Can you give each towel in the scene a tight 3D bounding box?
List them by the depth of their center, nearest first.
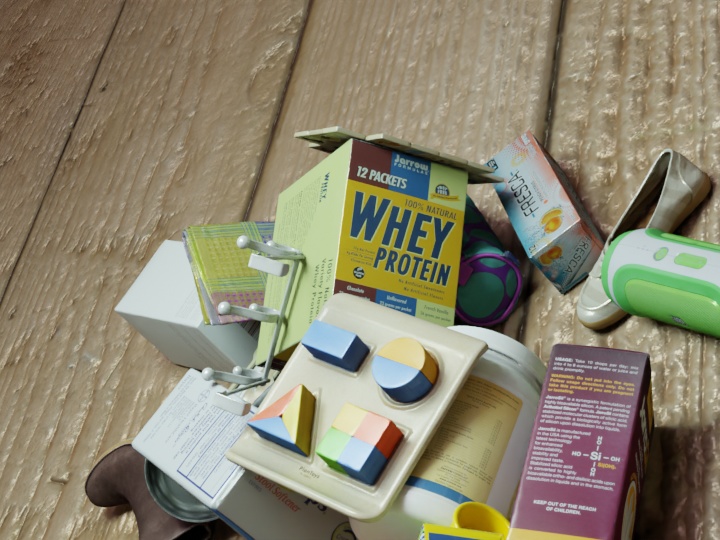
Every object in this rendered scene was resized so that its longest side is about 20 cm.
[{"bbox_3d":[-0.098,0.001,1.854,0.023,0.199,0.144,113,144,-45],"label":"towel"}]

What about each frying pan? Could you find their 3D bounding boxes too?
[{"bbox_3d":[-0.158,0.177,1.748,0.031,0.115,0.190,108,-175,-77],"label":"frying pan"}]

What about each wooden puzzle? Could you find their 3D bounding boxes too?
[{"bbox_3d":[-0.010,0.110,1.448,0.185,0.046,0.200,18,64,40],"label":"wooden puzzle"}]

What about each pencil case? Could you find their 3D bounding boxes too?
[{"bbox_3d":[0.105,-0.024,1.737,0.085,0.092,0.200,-41,30,7],"label":"pencil case"}]

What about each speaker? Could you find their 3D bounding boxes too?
[{"bbox_3d":[0.306,0.015,1.457,0.089,0.088,0.200,-53,31,-13],"label":"speaker"}]

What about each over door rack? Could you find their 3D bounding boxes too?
[{"bbox_3d":[-0.108,0.046,1.567,0.200,0.066,0.148,-57,-18,-85],"label":"over door rack"}]

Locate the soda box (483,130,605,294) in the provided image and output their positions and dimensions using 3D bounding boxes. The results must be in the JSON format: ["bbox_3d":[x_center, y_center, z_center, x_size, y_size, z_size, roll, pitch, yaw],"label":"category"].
[{"bbox_3d":[0.193,-0.064,1.706,0.068,0.064,0.200,-37,31,13],"label":"soda box"}]

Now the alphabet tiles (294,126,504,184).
[{"bbox_3d":[0.040,-0.116,1.681,0.166,0.200,0.006,2,79,63],"label":"alphabet tiles"}]

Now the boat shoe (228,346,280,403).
[{"bbox_3d":[-0.099,0.143,1.798,0.068,0.075,0.200,5,63,45],"label":"boat shoe"}]

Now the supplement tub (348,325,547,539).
[{"bbox_3d":[0.086,0.166,1.484,0.144,0.145,0.200,-10,45,43],"label":"supplement tub"}]

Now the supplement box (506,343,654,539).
[{"bbox_3d":[0.188,0.174,1.365,0.085,0.110,0.200,5,51,18],"label":"supplement box"}]

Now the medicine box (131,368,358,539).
[{"bbox_3d":[-0.100,0.210,1.615,0.103,0.182,0.200,-51,31,-9],"label":"medicine box"}]

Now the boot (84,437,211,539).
[{"bbox_3d":[-0.241,0.261,1.828,0.200,0.072,0.167,-26,34,22],"label":"boot"}]

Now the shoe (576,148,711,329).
[{"bbox_3d":[0.266,-0.032,1.591,0.200,0.053,0.070,-54,32,-14],"label":"shoe"}]

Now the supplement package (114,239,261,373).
[{"bbox_3d":[-0.181,0.046,1.969,0.200,0.117,0.117,7,59,52],"label":"supplement package"}]

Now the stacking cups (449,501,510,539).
[{"bbox_3d":[0.058,0.282,1.389,0.200,0.060,0.061,-57,22,32],"label":"stacking cups"}]

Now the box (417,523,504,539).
[{"bbox_3d":[0.062,0.297,1.324,0.064,0.070,0.200,-91,12,-51],"label":"box"}]

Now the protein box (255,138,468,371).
[{"bbox_3d":[0.000,0.000,1.680,0.200,0.135,0.199,149,132,-62],"label":"protein box"}]
